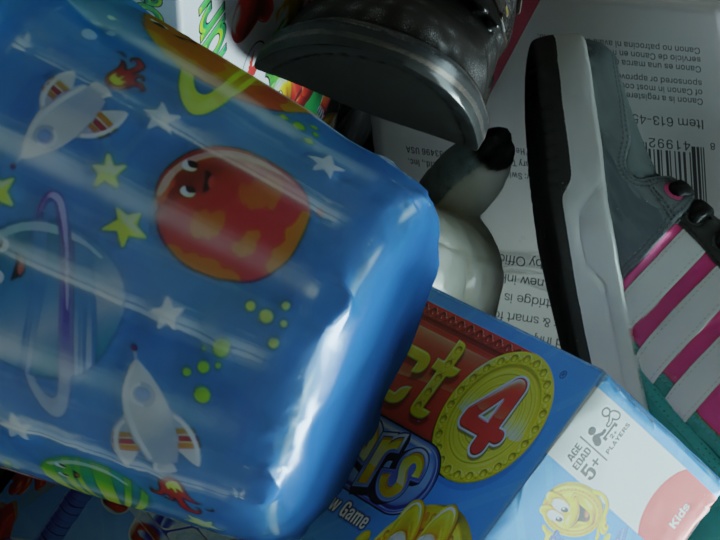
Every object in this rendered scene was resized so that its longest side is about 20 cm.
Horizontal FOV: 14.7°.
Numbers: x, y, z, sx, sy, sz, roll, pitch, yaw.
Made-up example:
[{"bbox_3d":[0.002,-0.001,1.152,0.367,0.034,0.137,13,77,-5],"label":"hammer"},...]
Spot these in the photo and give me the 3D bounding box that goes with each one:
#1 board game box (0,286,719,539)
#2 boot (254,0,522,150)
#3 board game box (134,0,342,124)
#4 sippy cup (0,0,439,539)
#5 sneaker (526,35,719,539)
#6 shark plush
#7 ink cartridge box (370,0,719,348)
[{"bbox_3d":[-0.030,0.092,0.761,0.056,0.200,0.196,41,81,-34],"label":"board game box"},{"bbox_3d":[0.035,-0.129,0.829,0.200,0.069,0.174,-52,163,-84],"label":"boot"},{"bbox_3d":[-0.035,-0.085,0.834,0.126,0.035,0.200,-59,165,-27],"label":"board game box"},{"bbox_3d":[-0.055,0.000,0.692,0.140,0.130,0.178,-55,164,-38],"label":"sippy cup"},{"bbox_3d":[0.127,0.011,0.910,0.084,0.121,0.200,106,-29,-84],"label":"sneaker"},{"bbox_3d":[0.000,0.000,0.960,0.200,0.083,0.091,168,-77,-82],"label":"shark plush"},{"bbox_3d":[0.088,-0.024,1.021,0.084,0.145,0.200,-42,133,-50],"label":"ink cartridge box"}]
